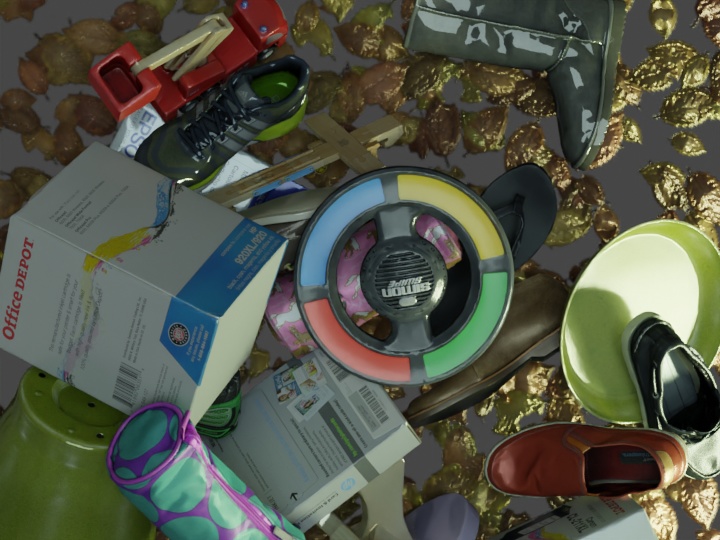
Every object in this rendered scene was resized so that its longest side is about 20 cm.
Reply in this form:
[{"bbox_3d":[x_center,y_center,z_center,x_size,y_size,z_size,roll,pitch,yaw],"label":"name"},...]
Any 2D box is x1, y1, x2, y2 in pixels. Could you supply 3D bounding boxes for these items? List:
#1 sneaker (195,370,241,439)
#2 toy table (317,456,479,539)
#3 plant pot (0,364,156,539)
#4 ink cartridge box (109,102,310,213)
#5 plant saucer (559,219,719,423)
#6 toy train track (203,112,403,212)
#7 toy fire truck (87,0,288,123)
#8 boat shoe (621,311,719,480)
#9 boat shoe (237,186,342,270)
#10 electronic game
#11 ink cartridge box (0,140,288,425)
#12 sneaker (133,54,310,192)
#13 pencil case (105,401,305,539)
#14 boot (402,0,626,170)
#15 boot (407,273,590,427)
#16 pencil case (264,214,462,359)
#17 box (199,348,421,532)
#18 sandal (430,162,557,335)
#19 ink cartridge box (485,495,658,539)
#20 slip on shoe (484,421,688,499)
[{"bbox_3d":[-0.206,0.119,1.696,0.199,0.078,0.086,9,128,16],"label":"sneaker"},{"bbox_3d":[0.002,0.260,1.697,0.117,0.184,0.200,45,73,-23],"label":"toy table"},{"bbox_3d":[-0.258,0.186,1.613,0.199,0.201,0.194,17,121,-6],"label":"plant pot"},{"bbox_3d":[-0.168,-0.032,1.714,0.199,0.041,0.201,28,92,-7],"label":"ink cartridge box"},{"bbox_3d":[0.263,0.045,1.726,0.199,0.031,0.202,-10,111,-28],"label":"plant saucer"},{"bbox_3d":[-0.050,-0.089,1.684,0.199,0.115,0.033,-24,130,-19],"label":"toy train track"},{"bbox_3d":[-0.148,-0.193,1.633,0.199,0.141,0.049,-36,84,-14],"label":"toy fire truck"},{"bbox_3d":[0.309,0.129,1.723,0.074,0.066,0.200,-31,119,-16],"label":"boat shoe"},{"bbox_3d":[-0.086,-0.028,1.673,0.199,0.072,0.060,-15,106,-6],"label":"boat shoe"},{"bbox_3d":[0.039,0.006,1.638,0.198,0.042,0.202,0,101,-1],"label":"electronic game"},{"bbox_3d":[-0.193,0.015,1.575,0.199,0.145,0.148,27,128,8],"label":"ink cartridge box"},{"bbox_3d":[-0.124,-0.139,1.654,0.200,0.081,0.074,-38,79,-28],"label":"sneaker"},{"bbox_3d":[-0.125,0.199,1.536,0.092,0.085,0.200,-20,129,28],"label":"pencil case"},{"bbox_3d":[0.138,-0.198,1.708,0.198,0.073,0.183,10,80,-12],"label":"boot"},{"bbox_3d":[0.119,0.078,1.740,0.199,0.074,0.076,-33,82,-8],"label":"boot"},{"bbox_3d":[0.000,0.000,1.699,0.199,0.083,0.087,-30,98,6],"label":"pencil case"},{"bbox_3d":[-0.062,0.162,1.687,0.200,0.156,0.041,-37,134,-1],"label":"box"},{"bbox_3d":[0.117,-0.014,1.736,0.076,0.043,0.200,40,91,-7],"label":"sandal"},{"bbox_3d":[0.179,0.285,1.716,0.199,0.146,0.083,-25,95,-2],"label":"ink cartridge box"},{"bbox_3d":[0.207,0.183,1.724,0.199,0.061,0.075,-4,101,26],"label":"slip on shoe"}]
